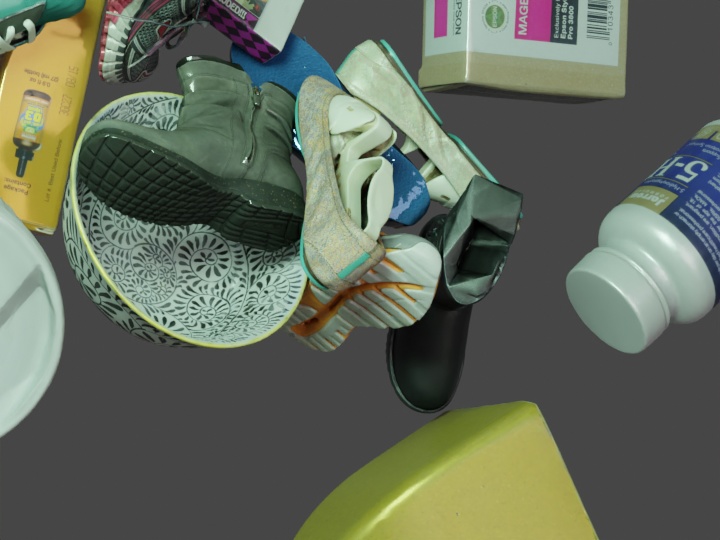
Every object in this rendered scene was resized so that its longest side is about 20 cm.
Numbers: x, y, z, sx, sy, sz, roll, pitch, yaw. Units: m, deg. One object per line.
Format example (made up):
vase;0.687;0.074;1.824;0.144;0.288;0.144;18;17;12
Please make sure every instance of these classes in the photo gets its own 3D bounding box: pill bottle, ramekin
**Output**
pill bottle;0.273;-0.026;1.567;0.200;0.119;0.120;-41;108;-22
ramekin;-0.301;0.021;1.243;0.201;0.094;0.204;-5;113;-11

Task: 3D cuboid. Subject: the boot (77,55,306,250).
boot;-0.121;-0.097;1.306;0.199;0.068;0.131;19;49;-41

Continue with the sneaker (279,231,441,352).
sneaker;0.000;0.000;1.385;0.078;0.200;0.077;39;62;-19

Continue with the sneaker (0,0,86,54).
sneaker;-0.275;-0.153;1.239;0.199;0.071;0.080;-14;79;-12

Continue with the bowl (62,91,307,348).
bowl;-0.144;-0.020;1.343;0.200;0.094;0.202;21;54;-31

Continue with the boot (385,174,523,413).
boot;0.072;0.024;1.412;0.065;0.200;0.166;7;83;-9

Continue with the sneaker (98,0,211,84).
sneaker;-0.141;-0.187;1.303;0.074;0.200;0.081;12;67;-10

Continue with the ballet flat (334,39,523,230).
ballet flat;0.050;-0.096;1.488;0.062;0.067;0.200;-40;103;-1

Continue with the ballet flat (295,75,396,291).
ballet flat;-0.005;-0.073;1.320;0.068;0.067;0.201;33;39;-38

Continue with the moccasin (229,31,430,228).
moccasin;-0.031;-0.103;1.429;0.080;0.068;0.200;-38;85;-9

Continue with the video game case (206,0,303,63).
video game case;-0.110;-0.284;1.384;0.200;0.036;0.182;36;60;-24

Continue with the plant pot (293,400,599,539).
plant pot;0.055;0.233;1.409;0.199;0.195;0.195;-25;92;-18

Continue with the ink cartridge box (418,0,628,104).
ink cartridge box;0.137;-0.243;1.518;0.164;0.075;0.202;1;91;-29

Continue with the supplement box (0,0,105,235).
supplement box;-0.236;-0.129;1.325;0.066;0.069;0.201;14;82;-26
